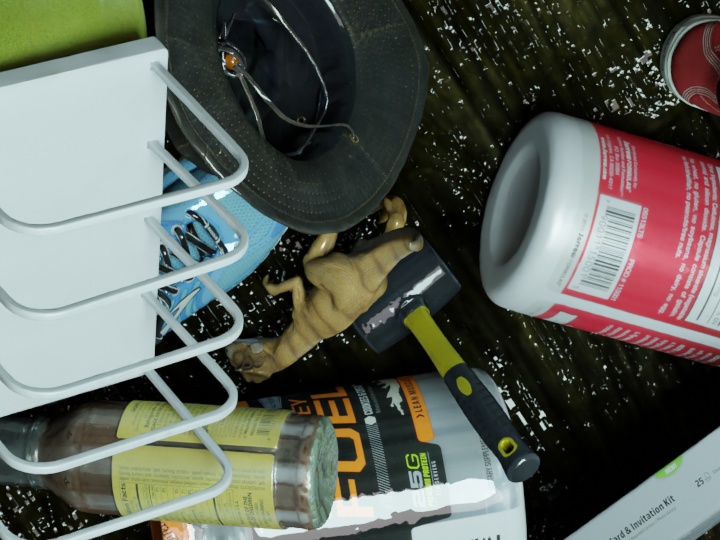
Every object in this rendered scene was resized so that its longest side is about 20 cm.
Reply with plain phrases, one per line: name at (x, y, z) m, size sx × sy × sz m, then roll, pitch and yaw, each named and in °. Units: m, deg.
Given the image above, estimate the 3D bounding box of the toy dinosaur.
toy dinosaur at (0.000, 0.000, 1.567) m, size 0.060 × 0.106 × 0.200 m, roll 23°, pitch 141°, yaw -23°

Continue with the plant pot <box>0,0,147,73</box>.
plant pot at (-0.215, -0.105, 1.467) m, size 0.192 × 0.200 × 0.201 m, roll -5°, pitch 109°, yaw -21°

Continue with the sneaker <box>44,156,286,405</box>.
sneaker at (-0.111, 0.011, 1.565) m, size 0.200 × 0.090 × 0.078 m, roll -40°, pitch 110°, yaw 3°

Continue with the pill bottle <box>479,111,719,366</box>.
pill bottle at (0.176, -0.010, 1.604) m, size 0.200 × 0.112 × 0.112 m, roll 16°, pitch 104°, yaw -16°

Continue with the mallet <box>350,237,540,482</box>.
mallet at (0.041, 0.058, 1.557) m, size 0.066 × 0.200 × 0.041 m, roll -34°, pitch 127°, yaw 8°

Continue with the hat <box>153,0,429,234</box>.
hat at (-0.056, -0.104, 1.526) m, size 0.081 × 0.201 × 0.201 m, roll -22°, pitch 118°, yaw 42°

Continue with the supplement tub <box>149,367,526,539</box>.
supplement tub at (-0.016, 0.126, 1.604) m, size 0.200 × 0.123 × 0.123 m, roll -9°, pitch 109°, yaw -9°

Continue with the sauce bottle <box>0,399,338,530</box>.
sauce bottle at (-0.113, 0.099, 1.521) m, size 0.200 × 0.065 × 0.065 m, roll 5°, pitch 108°, yaw 15°

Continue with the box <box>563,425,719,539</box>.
box at (0.184, 0.123, 1.588) m, size 0.200 × 0.156 × 0.041 m, roll -40°, pitch 79°, yaw 37°

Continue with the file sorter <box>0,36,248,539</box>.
file sorter at (-0.135, 0.014, 1.406) m, size 0.139 × 0.125 × 0.200 m, roll -16°, pitch 130°, yaw -28°

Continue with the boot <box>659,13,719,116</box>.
boot at (0.276, -0.085, 1.584) m, size 0.200 × 0.144 × 0.073 m, roll 9°, pitch 104°, yaw -15°
